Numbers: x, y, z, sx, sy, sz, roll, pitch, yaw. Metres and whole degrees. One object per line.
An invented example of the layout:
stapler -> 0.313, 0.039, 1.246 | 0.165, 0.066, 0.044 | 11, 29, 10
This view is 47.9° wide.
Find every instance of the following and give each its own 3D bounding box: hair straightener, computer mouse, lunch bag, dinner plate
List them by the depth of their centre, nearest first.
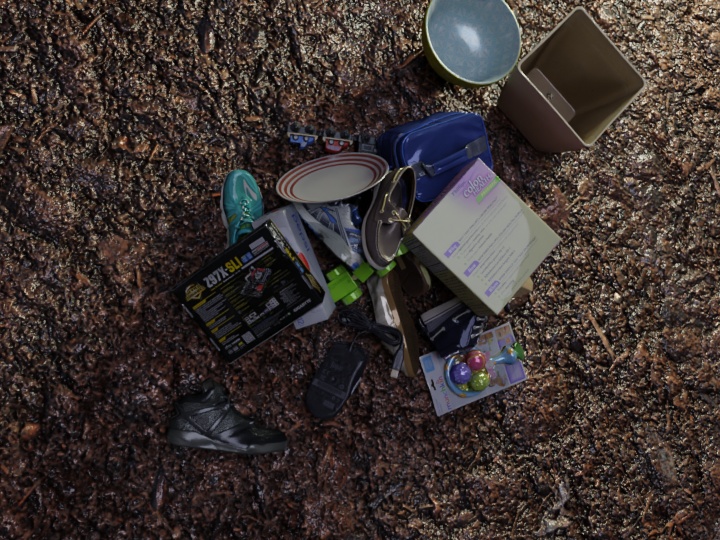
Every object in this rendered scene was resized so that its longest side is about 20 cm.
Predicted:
dinner plate -> -0.048, -0.155, 1.407 | 0.199, 0.200, 0.024 | -22, 120, -20
computer mouse -> -0.003, 0.176, 1.412 | 0.140, 0.046, 0.201 | 18, 74, 16
lunch bag -> 0.133, -0.208, 1.475 | 0.199, 0.132, 0.136 | -24, 107, -19
hair straightener -> -0.019, -0.111, 1.476 | 0.077, 0.041, 0.201 | 12, 83, -30

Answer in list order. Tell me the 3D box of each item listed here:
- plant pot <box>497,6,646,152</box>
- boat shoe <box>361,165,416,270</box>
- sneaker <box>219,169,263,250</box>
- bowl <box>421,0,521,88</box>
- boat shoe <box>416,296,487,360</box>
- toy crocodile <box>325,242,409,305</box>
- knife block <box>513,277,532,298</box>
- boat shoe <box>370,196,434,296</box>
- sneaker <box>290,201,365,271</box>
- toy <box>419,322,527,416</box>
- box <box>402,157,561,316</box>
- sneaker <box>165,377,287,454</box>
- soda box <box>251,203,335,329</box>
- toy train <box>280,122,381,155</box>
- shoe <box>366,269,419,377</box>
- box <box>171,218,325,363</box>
plant pot -> 0.384, -0.344, 1.571 | 0.200, 0.177, 0.200 | 47, 71, -5
boat shoe -> 0.053, -0.092, 1.353 | 0.072, 0.059, 0.201 | 36, 48, -28
sneaker -> -0.195, -0.079, 1.391 | 0.077, 0.080, 0.201 | -3, 82, -18
bowl -> 0.196, -0.435, 1.561 | 0.199, 0.108, 0.201 | 3, 81, -17
boat shoe -> 0.207, 0.085, 1.462 | 0.199, 0.075, 0.093 | -30, 67, 12
toy crocodile -> 0.000, 0.000, 1.431 | 0.200, 0.062, 0.068 | -39, 92, 11
knife block -> 0.209, -0.012, 1.495 | 0.175, 0.064, 0.201 | -30, 92, -38
boat shoe -> 0.080, -0.055, 1.487 | 0.075, 0.074, 0.203 | -27, 100, -54
sneaker -> -0.043, -0.085, 1.407 | 0.085, 0.077, 0.200 | -42, 60, -2
toy -> 0.219, 0.181, 1.501 | 0.199, 0.047, 0.116 | -19, 92, -22
box -> 0.201, -0.053, 1.381 | 0.200, 0.097, 0.176 | 43, 79, -5
sneaker -> -0.211, 0.241, 1.337 | 0.198, 0.076, 0.115 | 11, 84, -11
soda box -> -0.111, -0.007, 1.382 | 0.063, 0.068, 0.201 | -18, 101, 16
toy train -> -0.049, -0.237, 1.490 | 0.199, 0.034, 0.046 | 6, 90, -18
shoe -> 0.060, 0.097, 1.466 | 0.053, 0.070, 0.201 | -15, 91, 24
box -> -0.182, 0.036, 1.331 | 0.200, 0.049, 0.160 | -34, 102, 12
